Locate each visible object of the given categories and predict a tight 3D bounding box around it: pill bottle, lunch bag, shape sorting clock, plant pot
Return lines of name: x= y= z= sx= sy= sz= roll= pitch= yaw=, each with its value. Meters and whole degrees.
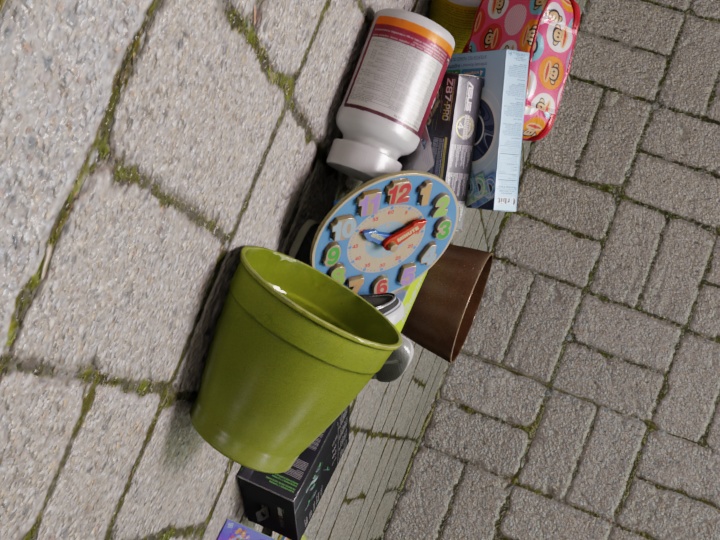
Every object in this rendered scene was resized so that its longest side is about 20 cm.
pill bottle: x=0.034 y=-0.210 z=1.236 sx=0.110 sy=0.109 sz=0.201 roll=29 pitch=81 yaw=-77
pill bottle: x=0.157 y=-0.391 z=1.461 sx=0.201 sy=0.112 sz=0.113 roll=91 pitch=23 yaw=-55
lunch bag: x=0.200 y=-0.281 z=1.360 sx=0.082 sy=0.176 sz=0.201 roll=11 pitch=95 yaw=-36
shape sorting clock: x=0.032 y=-0.038 z=1.222 sx=0.199 sy=0.039 sz=0.201 roll=-17 pitch=134 yaw=-18
plant pot: x=-0.088 y=0.107 z=1.093 sx=0.194 sy=0.200 sz=0.200 roll=-59 pitch=169 yaw=11
plant pot: x=0.089 y=0.025 z=1.618 sx=0.187 sy=0.199 sz=0.188 roll=21 pitch=90 yaw=-77

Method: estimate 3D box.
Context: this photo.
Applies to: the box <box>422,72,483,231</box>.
box: x=0.081 y=-0.164 z=1.329 sx=0.049 sy=0.161 sz=0.201 roll=0 pitch=101 yaw=-35

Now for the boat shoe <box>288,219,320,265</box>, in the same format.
boat shoe: x=-0.075 y=0.036 z=1.261 sx=0.072 sy=0.067 sz=0.201 roll=61 pitch=52 yaw=-75

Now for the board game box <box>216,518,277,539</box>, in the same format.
board game box: x=-0.104 y=0.434 z=1.441 sx=0.135 sy=0.199 sz=0.045 roll=88 pitch=26 yaw=-61

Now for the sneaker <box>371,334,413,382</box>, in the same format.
sneaker: x=0.015 y=0.101 z=1.286 sx=0.080 sy=0.070 sz=0.200 roll=-50 pitch=-170 yaw=-27

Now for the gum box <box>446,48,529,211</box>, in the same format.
gum box: x=0.143 y=-0.184 z=1.322 sx=0.044 sy=0.170 sz=0.202 roll=1 pitch=96 yaw=-34

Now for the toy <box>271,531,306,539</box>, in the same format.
toy: x=-0.124 y=0.472 z=1.725 sx=0.115 sy=0.047 sz=0.201 roll=-50 pitch=156 yaw=-52

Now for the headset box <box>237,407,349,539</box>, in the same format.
headset box: x=-0.096 y=0.284 z=1.483 sx=0.175 sy=0.092 sz=0.201 roll=90 pitch=24 yaw=-57

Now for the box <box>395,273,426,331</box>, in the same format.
box: x=0.021 y=0.032 z=1.512 sx=0.201 sy=0.121 sz=0.048 roll=-64 pitch=153 yaw=-26

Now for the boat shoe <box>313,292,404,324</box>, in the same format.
boat shoe: x=-0.040 y=0.053 z=1.214 sx=0.069 sy=0.199 sz=0.057 roll=-142 pitch=-138 yaw=-62

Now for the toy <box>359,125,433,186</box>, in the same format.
toy: x=0.037 y=-0.093 z=1.298 sx=0.200 sy=0.047 sz=0.116 roll=-44 pitch=-148 yaw=28
